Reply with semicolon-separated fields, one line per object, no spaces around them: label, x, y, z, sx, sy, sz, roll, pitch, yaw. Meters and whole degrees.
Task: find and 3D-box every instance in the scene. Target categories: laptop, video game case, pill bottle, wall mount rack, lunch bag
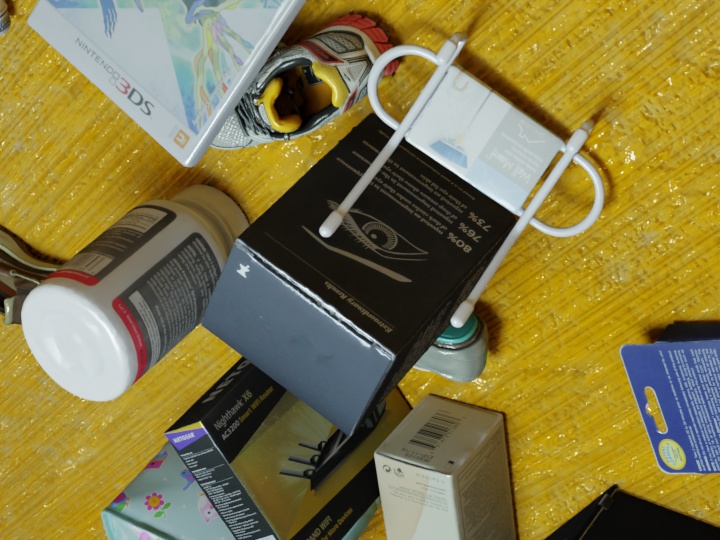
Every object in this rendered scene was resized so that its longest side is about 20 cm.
laptop;0.185;0.274;1.549;0.116;0.187;0.200;44;136;2
video game case;-0.141;-0.212;1.492;0.182;0.022;0.200;42;112;13
pill bottle;-0.177;0.011;1.623;0.110;0.200;0.111;20;131;25
wall mount rack;0.072;-0.068;1.418;0.200;0.075;0.174;34;102;4
lunch bag;-0.100;0.229;1.748;0.199;0.170;0.122;19;136;23

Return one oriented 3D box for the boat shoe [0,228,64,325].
boat shoe;-0.304;0.031;1.825;0.202;0.075;0.075;25;133;21

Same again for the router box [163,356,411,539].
router box;-0.049;0.136;1.618;0.052;0.200;0.158;-22;107;44

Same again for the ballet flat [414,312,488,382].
ballet flat;0.014;0.042;1.601;0.199;0.067;0.064;21;142;25

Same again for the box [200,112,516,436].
box;0.000;0.000;1.479;0.148;0.200;0.105;37;137;9

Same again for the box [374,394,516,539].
box;0.077;0.217;1.660;0.077;0.095;0.201;13;126;30

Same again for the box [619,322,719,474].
box;0.296;0.094;1.445;0.199;0.032;0.122;-4;117;37

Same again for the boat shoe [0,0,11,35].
boat shoe;-0.396;-0.251;1.690;0.201;0.075;0.086;13;128;28

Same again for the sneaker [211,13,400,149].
sneaker;-0.065;-0.138;1.514;0.200;0.082;0.078;-21;106;45
